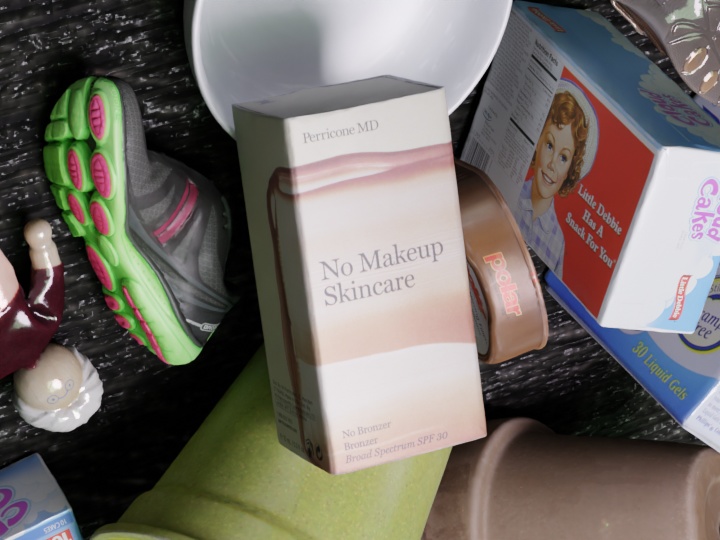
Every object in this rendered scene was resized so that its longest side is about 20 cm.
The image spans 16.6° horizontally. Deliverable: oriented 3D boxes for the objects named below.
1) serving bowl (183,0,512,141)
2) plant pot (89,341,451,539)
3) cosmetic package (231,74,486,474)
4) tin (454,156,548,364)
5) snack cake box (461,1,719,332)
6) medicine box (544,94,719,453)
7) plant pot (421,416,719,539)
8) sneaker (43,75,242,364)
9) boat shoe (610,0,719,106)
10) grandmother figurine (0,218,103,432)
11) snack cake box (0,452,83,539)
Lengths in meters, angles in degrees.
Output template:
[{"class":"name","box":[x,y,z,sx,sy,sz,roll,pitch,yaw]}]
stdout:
[{"class":"serving bowl","box":[-0.015,-0.160,1.402,0.199,0.066,0.201,-15,125,-22]},{"class":"plant pot","box":[-0.034,0.137,1.491,0.201,0.200,0.185,52,56,-40]},{"class":"cosmetic package","box":[0.000,0.000,1.369,0.103,0.087,0.201,-14,103,-21]},{"class":"tin","box":[0.058,-0.009,1.455,0.042,0.200,0.112,-25,105,-9]},{"class":"snack cake box","box":[0.141,-0.064,1.451,0.067,0.200,0.115,5,118,-28]},{"class":"medicine box","box":[0.249,-0.005,1.571,0.103,0.182,0.200,32,101,-40]},{"class":"plant pot","box":[0.158,0.180,1.591,0.174,0.201,0.200,-14,139,31]},{"class":"sneaker","box":[-0.122,-0.038,1.426,0.084,0.077,0.200,-40,136,-24]},{"class":"boat shoe","box":[0.191,-0.173,1.503,0.076,0.072,0.200,-43,125,6]},{"class":"grandmother figurine","box":[-0.217,0.024,1.413,0.121,0.061,0.200,-35,128,6]},{"class":"snack cake box","box":[-0.259,0.210,1.500,0.199,0.067,0.115,-26,128,-13]}]
